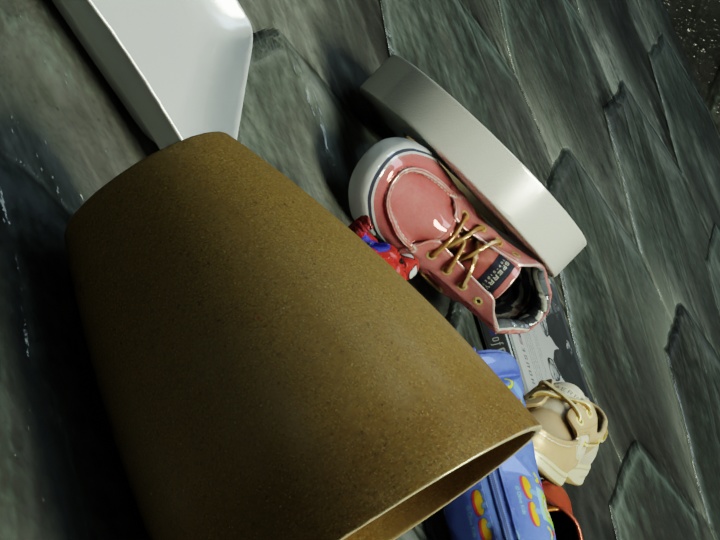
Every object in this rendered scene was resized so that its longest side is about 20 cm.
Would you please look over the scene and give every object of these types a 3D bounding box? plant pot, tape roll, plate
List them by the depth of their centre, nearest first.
[{"bbox_3d":[-0.046,0.041,0.966,0.200,0.186,0.186,58,16,10],"label":"plant pot"},{"bbox_3d":[-0.127,-0.160,1.164,0.200,0.032,0.200,57,20,-30],"label":"plate"},{"bbox_3d":[0.081,-0.076,1.512,0.203,0.037,0.203,44,-1,1],"label":"tape roll"}]

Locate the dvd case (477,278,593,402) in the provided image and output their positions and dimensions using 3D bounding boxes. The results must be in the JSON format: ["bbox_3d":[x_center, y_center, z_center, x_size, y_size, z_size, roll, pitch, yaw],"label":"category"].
[{"bbox_3d":[0.141,0.064,1.690,0.200,0.025,0.150,22,49,-65],"label":"dvd case"}]

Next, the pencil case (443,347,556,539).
[{"bbox_3d":[0.082,0.141,1.340,0.087,0.078,0.200,71,6,-62],"label":"pencil case"}]

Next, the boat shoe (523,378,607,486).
[{"bbox_3d":[0.137,0.112,1.512,0.074,0.069,0.200,29,2,15],"label":"boat shoe"}]

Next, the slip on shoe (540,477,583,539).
[{"bbox_3d":[0.129,0.191,1.450,0.074,0.061,0.200,65,17,-3],"label":"slip on shoe"}]

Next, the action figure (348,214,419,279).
[{"bbox_3d":[0.000,0.000,1.325,0.065,0.052,0.200,67,15,6],"label":"action figure"}]

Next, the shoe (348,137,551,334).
[{"bbox_3d":[0.068,-0.021,1.445,0.091,0.071,0.200,33,-7,33],"label":"shoe"}]
